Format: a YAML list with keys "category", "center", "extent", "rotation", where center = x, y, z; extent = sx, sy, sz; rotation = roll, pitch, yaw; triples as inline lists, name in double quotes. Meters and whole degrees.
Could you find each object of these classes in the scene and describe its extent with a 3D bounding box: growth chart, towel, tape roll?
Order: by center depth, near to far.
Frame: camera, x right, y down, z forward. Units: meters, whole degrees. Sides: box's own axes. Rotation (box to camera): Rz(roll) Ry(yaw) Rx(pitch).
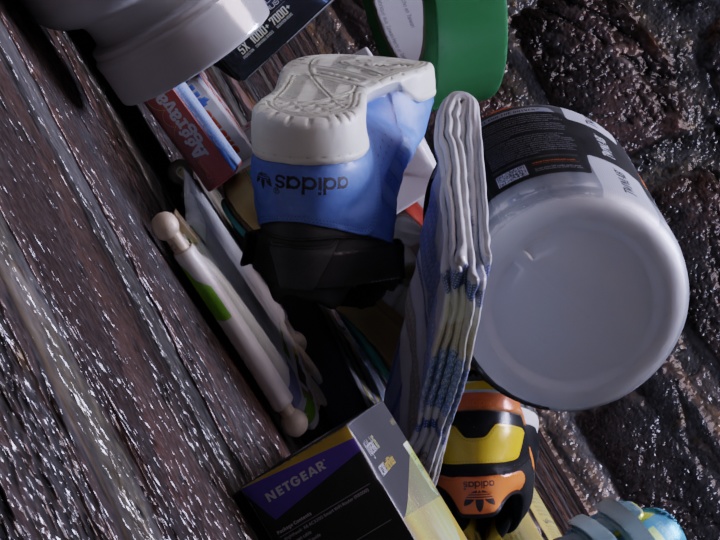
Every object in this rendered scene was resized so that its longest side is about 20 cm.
- category: "towel"
  center: [0.033, 0.028, 1.346]
  extent: [0.147, 0.024, 0.200]
  rotation: [-90, -170, -50]
- category: "growth chart"
  center: [-0.057, 0.014, 1.350]
  extent: [0.145, 0.018, 0.200]
  rotation: [58, 4, -12]
- category: "tape roll"
  center: [0.040, -0.202, 1.750]
  extent: [0.200, 0.048, 0.201]
  rotation: [167, -90, -78]

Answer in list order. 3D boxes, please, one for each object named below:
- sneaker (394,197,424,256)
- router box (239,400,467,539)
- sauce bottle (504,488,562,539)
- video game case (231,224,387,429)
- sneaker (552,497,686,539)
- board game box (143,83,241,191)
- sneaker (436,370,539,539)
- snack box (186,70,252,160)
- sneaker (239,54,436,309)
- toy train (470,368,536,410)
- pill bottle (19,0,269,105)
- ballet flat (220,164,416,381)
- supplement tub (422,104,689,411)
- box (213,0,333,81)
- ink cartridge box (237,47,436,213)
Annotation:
- category: "sneaker"
  center: [0.035, 0.015, 1.614]
  extent: [0.077, 0.082, 0.200]
  rotation: [51, 8, -15]
- category: "router box"
  center: [0.022, 0.137, 1.147]
  extent: [0.157, 0.052, 0.200]
  rotation: [59, 4, 2]
- category: "sauce bottle"
  center: [0.076, 0.140, 1.688]
  extent: [0.200, 0.065, 0.065]
  rotation: [62, 5, 29]
- category: "video game case"
  center: [0.002, 0.074, 1.564]
  extent: [0.181, 0.025, 0.200]
  rotation: [54, 6, -49]
- category: "sneaker"
  center: [0.114, 0.171, 1.459]
  extent: [0.080, 0.130, 0.200]
  rotation: [60, 5, 0]
- category: "board game box"
  center: [-0.128, -0.129, 1.422]
  extent: [0.200, 0.019, 0.103]
  rotation: [54, 2, -4]
- category: "sneaker"
  center: [0.063, 0.113, 1.516]
  extent: [0.200, 0.070, 0.090]
  rotation: [70, 19, -75]
- category: "snack box"
  center: [-0.119, -0.131, 1.599]
  extent: [0.072, 0.024, 0.200]
  rotation: [59, 3, 31]
- category: "sneaker"
  center: [-0.009, -0.042, 1.366]
  extent: [0.200, 0.077, 0.111]
  rotation: [-54, 147, -72]
- category: "toy train"
  center: [0.101, 0.029, 1.647]
  extent: [0.056, 0.150, 0.200]
  rotation: [40, -16, -23]
- category: "pill bottle"
  center: [-0.127, -0.181, 1.257]
  extent: [0.200, 0.111, 0.111]
  rotation: [58, 4, -14]
- category: "ballet flat"
  center: [0.000, 0.000, 1.477]
  extent: [0.200, 0.063, 0.069]
  rotation: [46, 7, -48]
- category: "supplement tub"
  center: [0.098, -0.015, 1.455]
  extent: [0.123, 0.122, 0.200]
  rotation: [57, 7, -19]
- category: "box"
  center: [-0.058, -0.208, 1.648]
  extent: [0.086, 0.164, 0.200]
  rotation: [49, -3, -18]
- category: "ink cartridge box"
  center: [-0.022, -0.073, 1.713]
  extent: [0.067, 0.116, 0.200]
  rotation: [56, 4, -15]
